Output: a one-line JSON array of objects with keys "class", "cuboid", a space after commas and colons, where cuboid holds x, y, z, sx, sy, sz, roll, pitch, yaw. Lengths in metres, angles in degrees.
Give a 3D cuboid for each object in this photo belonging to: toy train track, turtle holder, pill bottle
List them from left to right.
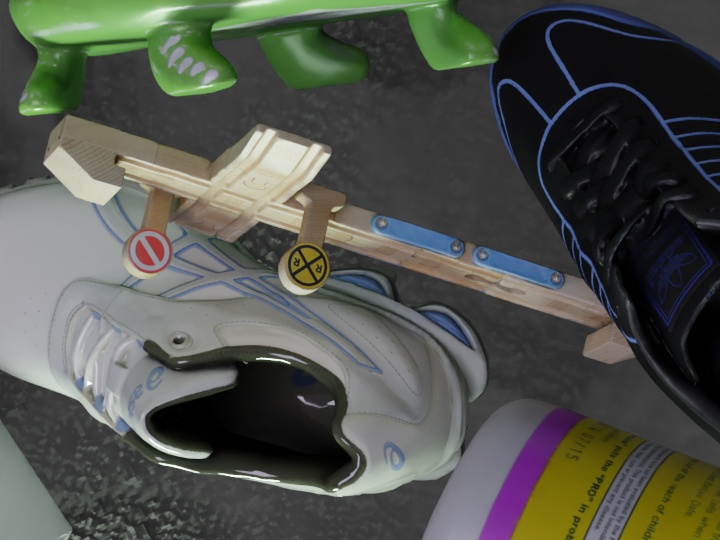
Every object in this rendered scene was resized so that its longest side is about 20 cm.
[{"class": "turtle holder", "cuboid": [-0.042, -0.119, 0.899, 0.140, 0.185, 0.133, -7, 93, -12]}, {"class": "toy train track", "cuboid": [0.000, 0.000, 0.901, 0.199, 0.115, 0.033, 17, 74, -14]}, {"class": "pill bottle", "cuboid": [0.118, 0.118, 0.896, 0.199, 0.104, 0.105, 20, 109, 16]}]

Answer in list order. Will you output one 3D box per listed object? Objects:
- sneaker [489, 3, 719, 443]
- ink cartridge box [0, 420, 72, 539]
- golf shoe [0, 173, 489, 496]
[{"class": "sneaker", "cuboid": [0.094, -0.013, 0.857, 0.070, 0.078, 0.200, -52, 58, 16]}, {"class": "ink cartridge box", "cuboid": [-0.217, 0.053, 1.024, 0.145, 0.084, 0.200, -35, 89, 25]}, {"class": "golf shoe", "cuboid": [-0.063, 0.022, 0.949, 0.199, 0.097, 0.079, 13, 108, 19]}]
